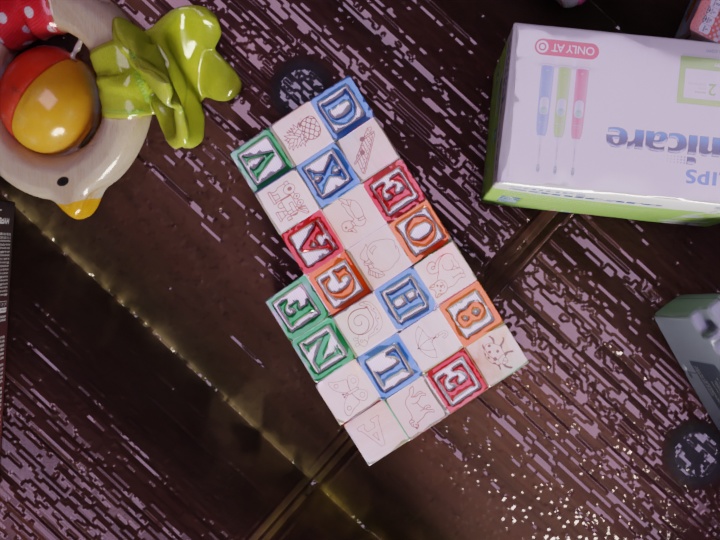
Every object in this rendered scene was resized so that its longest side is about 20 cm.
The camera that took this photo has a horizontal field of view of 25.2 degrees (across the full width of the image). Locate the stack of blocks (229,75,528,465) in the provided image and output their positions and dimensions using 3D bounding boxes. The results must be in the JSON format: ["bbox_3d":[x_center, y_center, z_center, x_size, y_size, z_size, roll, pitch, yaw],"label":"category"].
[{"bbox_3d":[0.000,0.000,0.973,0.115,0.059,0.201,-32,90,2],"label":"stack of blocks"}]

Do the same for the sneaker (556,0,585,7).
[{"bbox_3d":[0.050,-0.211,0.965,0.199,0.081,0.089,37,93,9],"label":"sneaker"}]

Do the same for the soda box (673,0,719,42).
[{"bbox_3d":[0.260,-0.216,0.961,0.068,0.064,0.202,25,92,1],"label":"soda box"}]

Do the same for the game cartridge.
[{"bbox_3d":[0.243,0.101,0.929,0.041,0.133,0.201,-32,90,2],"label":"game cartridge"}]

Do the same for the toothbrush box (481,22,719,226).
[{"bbox_3d":[0.145,-0.075,0.898,0.144,0.200,0.087,6,91,3],"label":"toothbrush box"}]

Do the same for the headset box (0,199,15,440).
[{"bbox_3d":[-0.294,0.052,0.975,0.147,0.075,0.202,3,90,2],"label":"headset box"}]

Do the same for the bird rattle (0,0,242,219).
[{"bbox_3d":[-0.181,-0.125,0.962,0.199,0.113,0.164,34,108,4],"label":"bird rattle"}]
